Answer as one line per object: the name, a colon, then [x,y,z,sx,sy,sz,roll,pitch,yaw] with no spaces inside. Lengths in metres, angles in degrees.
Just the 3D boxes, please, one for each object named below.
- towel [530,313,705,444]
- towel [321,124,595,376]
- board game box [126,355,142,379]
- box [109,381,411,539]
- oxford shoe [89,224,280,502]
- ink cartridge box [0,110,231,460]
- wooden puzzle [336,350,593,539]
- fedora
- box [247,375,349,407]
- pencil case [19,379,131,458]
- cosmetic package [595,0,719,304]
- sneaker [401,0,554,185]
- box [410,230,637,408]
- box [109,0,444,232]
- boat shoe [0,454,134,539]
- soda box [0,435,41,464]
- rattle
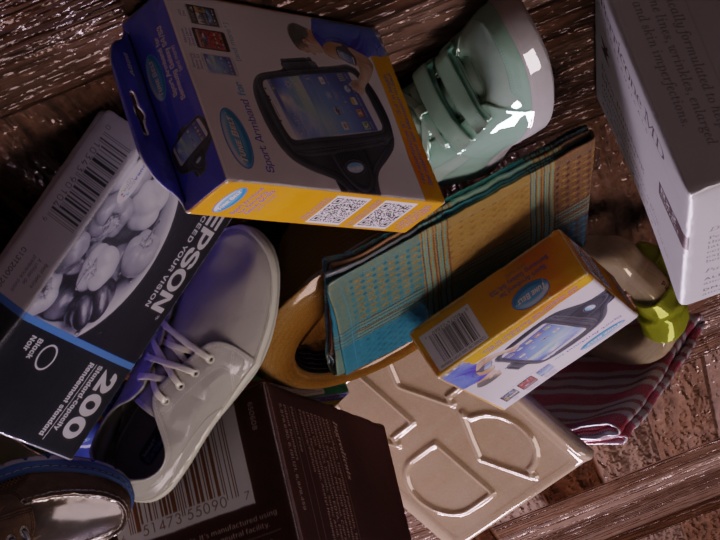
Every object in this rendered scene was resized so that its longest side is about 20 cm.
towel: [0.176,0.082,1.853,0.146,0.030,0.200,-3,-156,30]
towel: [0.063,-0.011,1.515,0.200,0.022,0.147,-28,154,-13]
board game box: [-0.147,0.073,1.706,0.200,0.035,0.126,-1,153,-42]
box: [-0.075,0.193,1.649,0.166,0.165,0.200,-22,159,20]
oxford shoe: [-0.114,0.062,1.516,0.058,0.075,0.200,12,109,-60]
ink cartridge box: [-0.155,0.018,1.420,0.198,0.043,0.200,-56,156,0]
wooden puzzle: [0.059,0.109,1.770,0.200,0.185,0.046,-39,-168,48]
fedora: [0.000,0.000,1.593,0.200,0.082,0.201,-22,154,-12]
box: [-0.105,0.120,1.750,0.117,0.049,0.200,-7,159,-31]
pencil case: [-0.213,0.069,1.520,0.087,0.078,0.200,8,159,26]
cosmetic package: [0.246,-0.105,1.439,0.165,0.165,0.200,-20,159,-1]
sneaker: [0.041,-0.090,1.406,0.118,0.074,0.200,-20,163,-19]
box: [0.117,0.038,1.585,0.119,0.042,0.200,-36,160,9]
box: [-0.047,-0.086,1.280,0.041,0.119,0.200,-34,156,33]
boat shoe: [-0.236,0.171,1.463,0.199,0.072,0.072,-9,131,-11]
soda box: [-0.278,0.117,1.513,0.068,0.064,0.200,9,158,49]
rattle: [0.182,-0.001,1.836,0.130,0.143,0.200,29,154,-22]
